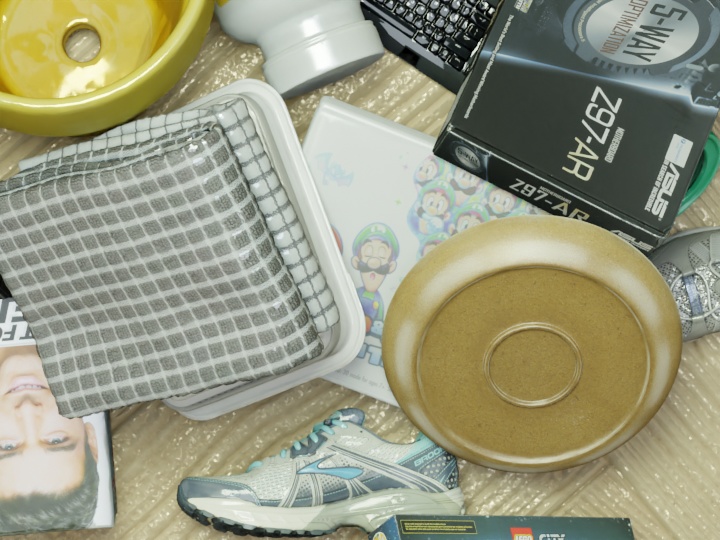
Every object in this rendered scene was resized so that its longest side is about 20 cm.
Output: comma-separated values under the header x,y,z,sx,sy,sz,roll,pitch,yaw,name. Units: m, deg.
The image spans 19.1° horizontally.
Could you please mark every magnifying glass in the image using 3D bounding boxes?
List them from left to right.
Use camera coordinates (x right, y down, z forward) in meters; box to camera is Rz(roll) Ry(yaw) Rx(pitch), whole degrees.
x,y,z,sx,sy,sz,roll,pitch,yaw,name
0.170,-0.026,1.480,0.200,0.080,0.022,-42,55,8,magnifying glass

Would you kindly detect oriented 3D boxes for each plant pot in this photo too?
x,y,z,sx,sy,sz,roll,pitch,yaw,name
-0.186,-0.171,1.363,0.199,0.189,0.202,0,78,-1,plant pot
0.113,0.057,1.406,0.199,0.028,0.201,0,121,1,plant pot

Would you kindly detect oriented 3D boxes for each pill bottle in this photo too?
x,y,z,sx,sy,sz,roll,pitch,yaw,name
-0.057,-0.220,1.415,0.111,0.112,0.201,-22,89,-4,pill bottle

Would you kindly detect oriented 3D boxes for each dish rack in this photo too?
x,y,z,sx,sy,sz,roll,pitch,yaw,name
-0.100,-0.010,1.413,0.171,0.043,0.201,-22,86,30,dish rack

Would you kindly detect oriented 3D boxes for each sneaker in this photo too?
x,y,z,sx,sy,sz,roll,pitch,yaw,name
-0.028,0.139,1.469,0.199,0.078,0.087,1,80,-12,sneaker
0.266,-0.001,1.475,0.199,0.082,0.075,-21,94,-4,sneaker

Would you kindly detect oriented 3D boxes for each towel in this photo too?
x,y,z,sx,sy,sz,roll,pitch,yaw,name
-0.132,-0.002,1.324,0.199,0.086,0.166,-15,115,27,towel

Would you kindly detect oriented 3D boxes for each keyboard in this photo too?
x,y,z,sx,sy,sz,roll,pitch,yaw,name
0.060,-0.187,1.472,0.199,0.040,0.104,32,90,-6,keyboard

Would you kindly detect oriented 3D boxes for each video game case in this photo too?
x,y,z,sx,sy,sz,roll,pitch,yaw,name
0.034,0.002,1.428,0.199,0.024,0.183,21,110,-5,video game case

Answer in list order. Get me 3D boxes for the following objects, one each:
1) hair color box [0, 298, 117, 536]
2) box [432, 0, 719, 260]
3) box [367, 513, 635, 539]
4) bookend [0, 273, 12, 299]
x,y,z,sx,sy,sz,roll,pitch,yaw,name
-0.221,0.074,1.446,0.098,0.061,0.201,-5,93,-5,hair color box
0.157,-0.130,1.405,0.160,0.044,0.201,27,69,-3,box
0.109,0.232,1.421,0.199,0.038,0.137,5,58,-32,box
-0.361,-0.014,1.375,0.200,0.092,0.199,-37,67,-2,bookend
